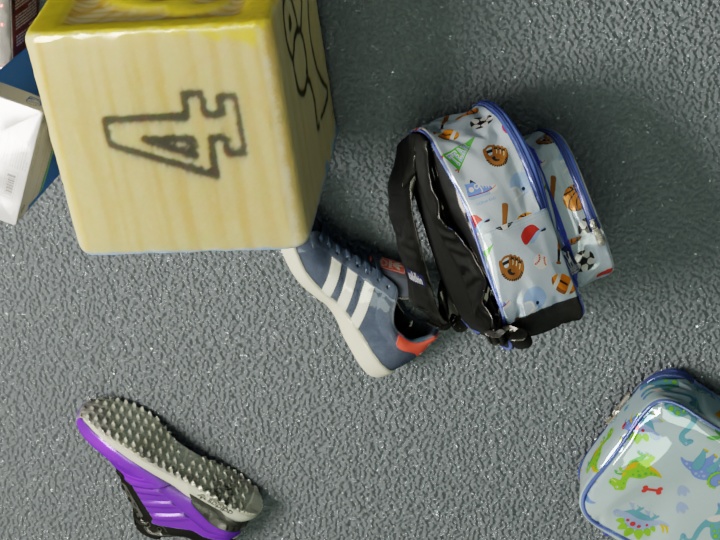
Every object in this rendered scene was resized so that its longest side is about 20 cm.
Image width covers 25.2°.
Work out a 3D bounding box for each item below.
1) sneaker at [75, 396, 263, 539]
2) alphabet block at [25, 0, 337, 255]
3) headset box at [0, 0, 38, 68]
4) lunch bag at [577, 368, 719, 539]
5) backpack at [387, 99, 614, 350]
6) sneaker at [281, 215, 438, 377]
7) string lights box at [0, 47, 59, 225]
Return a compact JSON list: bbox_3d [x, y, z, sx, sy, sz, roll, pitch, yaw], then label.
[{"bbox_3d":[-0.202,0.209,1.555,0.200,0.070,0.100,35,116,-6],"label":"sneaker"},{"bbox_3d":[-0.135,-0.147,1.306,0.195,0.196,0.201,-3,122,9],"label":"alphabet block"},{"bbox_3d":[-0.356,-0.250,1.375,0.148,0.077,0.201,6,115,7],"label":"headset box"},{"bbox_3d":[0.306,0.197,1.462,0.199,0.083,0.161,29,114,-4],"label":"lunch bag"},{"bbox_3d":[0.112,-0.045,1.336,0.154,0.200,0.191,-29,100,-13],"label":"backpack"},{"bbox_3d":[0.000,0.000,1.433,0.084,0.075,0.200,-27,117,20],"label":"sneaker"},{"bbox_3d":[-0.270,-0.127,1.347,0.059,0.200,0.103,19,114,0],"label":"string lights box"}]
